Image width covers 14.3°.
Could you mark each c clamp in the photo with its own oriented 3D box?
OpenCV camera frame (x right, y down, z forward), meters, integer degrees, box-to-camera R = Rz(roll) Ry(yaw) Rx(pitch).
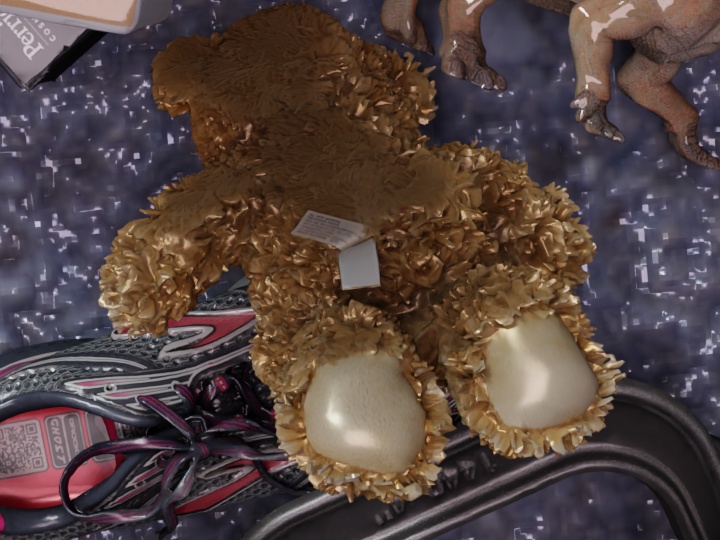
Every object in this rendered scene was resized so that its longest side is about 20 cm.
[{"bbox_3d":[0.042,0.127,0.936,0.199,0.027,0.171,-30,108,8],"label":"c clamp"}]

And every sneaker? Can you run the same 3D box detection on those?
[{"bbox_3d":[-0.047,0.048,0.913,0.199,0.075,0.081,-19,95,3],"label":"sneaker"}]

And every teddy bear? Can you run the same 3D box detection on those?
[{"bbox_3d":[0.000,0.000,0.857,0.145,0.200,0.067,-31,136,-22],"label":"teddy bear"}]

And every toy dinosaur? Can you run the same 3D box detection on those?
[{"bbox_3d":[0.080,-0.114,0.884,0.199,0.086,0.136,22,97,0],"label":"toy dinosaur"}]

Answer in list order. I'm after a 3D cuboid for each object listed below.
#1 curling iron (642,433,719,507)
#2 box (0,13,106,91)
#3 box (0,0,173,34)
[{"bbox_3d":[0.140,0.068,0.931,0.199,0.026,0.050,22,120,1],"label":"curling iron"},{"bbox_3d":[-0.114,-0.177,0.887,0.141,0.079,0.200,-40,94,2],"label":"box"},{"bbox_3d":[-0.115,-0.178,0.796,0.151,0.106,0.201,9,97,0],"label":"box"}]
